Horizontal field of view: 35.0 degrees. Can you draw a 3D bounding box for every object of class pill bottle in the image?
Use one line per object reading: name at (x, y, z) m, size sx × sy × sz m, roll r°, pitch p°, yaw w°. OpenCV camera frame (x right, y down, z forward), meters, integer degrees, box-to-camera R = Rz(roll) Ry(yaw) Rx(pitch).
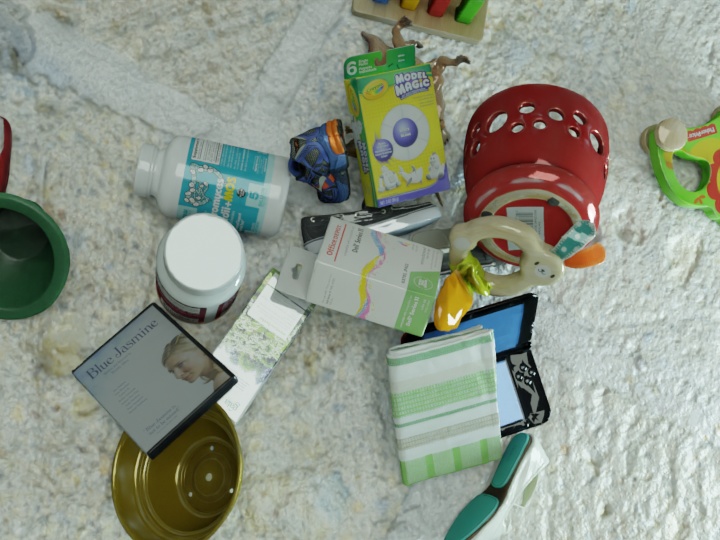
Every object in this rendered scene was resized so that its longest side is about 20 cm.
pill bottle at (-0.198, -0.115, 1.519) m, size 0.198 × 0.111 × 0.112 m, roll 11°, pitch 77°, yaw -8°
pill bottle at (-0.204, -0.003, 1.448) m, size 0.113 × 0.200 × 0.115 m, roll 2°, pitch 78°, yaw -10°

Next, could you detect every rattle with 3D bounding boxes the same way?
rattle at (0.202, 0.007, 1.433) m, size 0.198 × 0.143 × 0.131 m, roll 8°, pitch 117°, yaw 12°

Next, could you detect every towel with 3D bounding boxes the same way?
towel at (0.111, 0.177, 1.502) m, size 0.148 × 0.031 × 0.201 m, roll -12°, pitch 114°, yaw -12°

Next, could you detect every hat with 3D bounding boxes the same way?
hat at (-0.446, -0.061, 1.510) m, size 0.165 × 0.176 × 0.201 m, roll 19°, pitch 113°, yaw -8°

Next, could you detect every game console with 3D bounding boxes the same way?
game console at (0.159, 0.145, 1.528) m, size 0.199 × 0.119 × 0.174 m, roll -16°, pitch 82°, yaw -13°

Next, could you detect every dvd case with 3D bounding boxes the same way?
dvd case at (-0.262, 0.134, 1.441) m, size 0.143 × 0.018 × 0.200 m, roll -42°, pitch 48°, yaw -15°

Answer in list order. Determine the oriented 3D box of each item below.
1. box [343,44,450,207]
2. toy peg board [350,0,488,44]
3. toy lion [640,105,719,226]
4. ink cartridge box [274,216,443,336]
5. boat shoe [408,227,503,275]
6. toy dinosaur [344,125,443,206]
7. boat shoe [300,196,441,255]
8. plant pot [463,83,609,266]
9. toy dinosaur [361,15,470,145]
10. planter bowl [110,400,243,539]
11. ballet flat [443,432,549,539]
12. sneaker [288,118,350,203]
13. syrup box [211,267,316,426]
box at (0.048, -0.195, 1.529) m, size 0.117 × 0.048 × 0.202 m, roll -16°, pitch 101°, yaw -22°
toy peg board at (0.106, -0.458, 1.653) m, size 0.198 × 0.098 × 0.202 m, roll 12°, pitch 76°, yaw -8°
toy lion at (0.536, -0.147, 1.694) m, size 0.199 × 0.069 × 0.193 m, roll -16°, pitch 89°, yaw -13°
ink cartridge box at (0.000, 0.000, 1.474) m, size 0.199 × 0.068 × 0.117 m, roll 17°, pitch 34°, yaw -1°
boat shoe at (0.156, -0.029, 1.603) m, size 0.198 × 0.057 × 0.067 m, roll -5°, pitch 44°, yaw -15°
toy dinosaur at (0.035, -0.168, 1.602) m, size 0.198 × 0.107 × 0.061 m, roll 13°, pitch 46°, yaw -4°
boat shoe at (0.012, -0.073, 1.576) m, size 0.199 × 0.070 × 0.067 m, roll -16°, pitch 83°, yaw -6°
plant pot at (0.235, -0.118, 1.526) m, size 0.199 × 0.201 × 0.183 m, roll 15°, pitch 47°, yaw -7°
toy dinosaur at (0.064, -0.268, 1.617) m, size 0.199 × 0.086 × 0.136 m, roll 36°, pitch 81°, yaw 4°
planter bowl at (-0.211, 0.257, 1.435) m, size 0.199 × 0.083 × 0.202 m, roll -9°, pitch 70°, yaw 27°
ballet flat at (0.191, 0.313, 1.533) m, size 0.069 × 0.069 × 0.200 m, roll 38°, pitch 74°, yaw -1°
sneaker at (-0.057, -0.142, 1.508) m, size 0.078 × 0.200 × 0.076 m, roll -9°, pitch 70°, yaw -2°
syrup box at (-0.143, 0.104, 1.499) m, size 0.078 × 0.081 × 0.201 m, roll 34°, pitch 75°, yaw -1°
